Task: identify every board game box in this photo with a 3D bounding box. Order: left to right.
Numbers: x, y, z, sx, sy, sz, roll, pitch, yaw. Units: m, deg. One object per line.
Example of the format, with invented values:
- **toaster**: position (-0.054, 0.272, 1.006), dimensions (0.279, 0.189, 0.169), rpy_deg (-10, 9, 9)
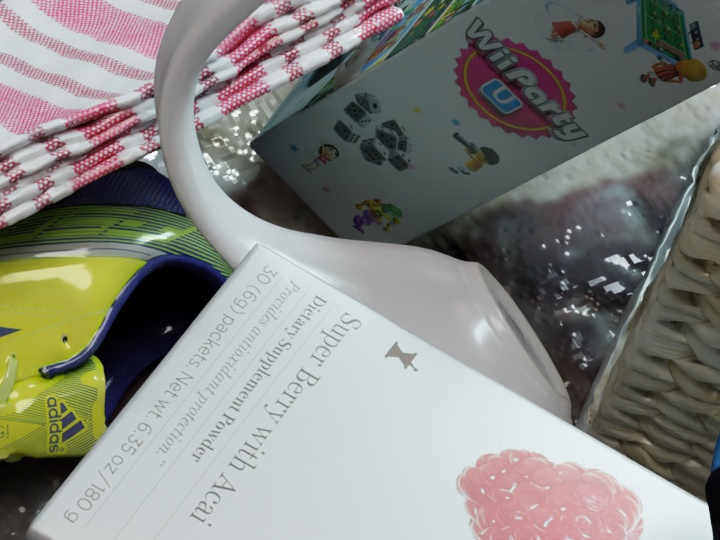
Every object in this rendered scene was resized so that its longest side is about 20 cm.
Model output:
- **board game box**: position (0.072, -0.098, 0.898), dimensions (0.064, 0.200, 0.148), rpy_deg (45, 52, -15)

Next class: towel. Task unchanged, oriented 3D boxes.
- **towel**: position (-0.099, -0.064, 0.891), dimensions (0.200, 0.030, 0.146), rpy_deg (-29, 26, -25)

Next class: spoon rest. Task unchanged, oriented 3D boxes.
- **spoon rest**: position (0.000, 0.000, 0.845), dimensions (0.060, 0.200, 0.099), rpy_deg (-32, 22, 8)

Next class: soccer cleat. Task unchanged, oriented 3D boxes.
- **soccer cleat**: position (-0.118, 0.033, 0.846), dimensions (0.200, 0.065, 0.084), rpy_deg (-33, 69, -31)

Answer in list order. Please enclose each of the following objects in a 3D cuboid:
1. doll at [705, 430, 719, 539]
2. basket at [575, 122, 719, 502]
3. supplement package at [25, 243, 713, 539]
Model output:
- **doll**: position (0.153, 0.060, 0.718), dimensions (0.199, 0.049, 0.137), rpy_deg (-19, 52, -8)
- **basket**: position (0.196, -0.005, 0.885), dimensions (0.199, 0.161, 0.199), rpy_deg (24, 53, 8)
- **supplement package**: position (0.017, 0.111, 0.782), dimensions (0.200, 0.120, 0.121), rpy_deg (30, 52, 10)
